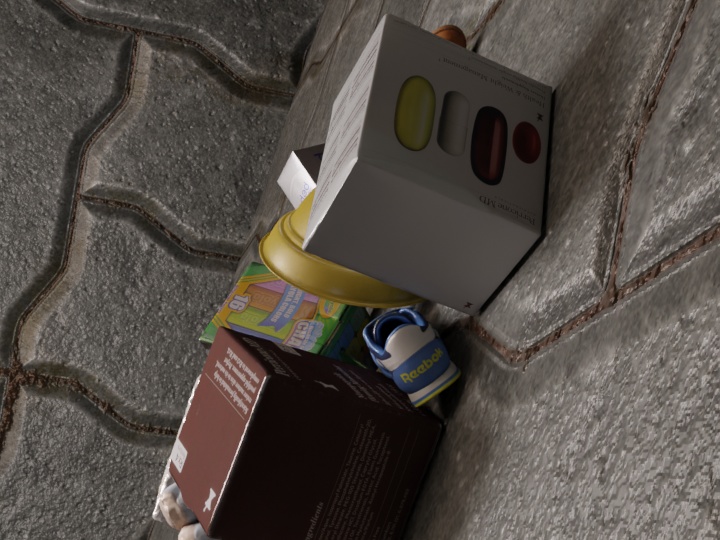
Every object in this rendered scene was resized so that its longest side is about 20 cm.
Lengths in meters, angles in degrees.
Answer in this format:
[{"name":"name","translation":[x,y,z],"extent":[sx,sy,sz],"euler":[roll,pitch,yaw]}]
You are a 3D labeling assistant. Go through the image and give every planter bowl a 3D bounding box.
[{"name":"planter bowl","translation":[-0.003,-0.044,1.307],"extent":[0.201,0.198,0.084],"euler":[-94,14,-63]}]

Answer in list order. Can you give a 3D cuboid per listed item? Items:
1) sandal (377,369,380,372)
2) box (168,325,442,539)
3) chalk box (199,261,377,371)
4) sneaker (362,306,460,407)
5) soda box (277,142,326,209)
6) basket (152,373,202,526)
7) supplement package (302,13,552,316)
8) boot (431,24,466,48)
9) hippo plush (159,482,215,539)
[{"name":"sandal","translation":[-0.023,0.124,1.554],"extent":[0.212,0.069,0.078],"euler":[128,159,-56]},{"name":"box","translation":[-0.058,0.177,1.234],"extent":[0.166,0.198,0.166],"euler":[33,103,63]},{"name":"chalk box","translation":[-0.057,0.092,1.413],"extent":[0.124,0.198,0.125],"euler":[-57,-33,-28]},{"name":"sneaker","translation":[0.043,0.070,1.268],"extent":[0.074,0.082,0.200],"euler":[-39,15,-5]},{"name":"soda box","translation":[-0.023,-0.067,1.599],"extent":[0.201,0.068,0.064],"euler":[57,140,20]},{"name":"basket","translation":[-0.157,0.255,1.649],"extent":[0.161,0.196,0.202],"euler":[164,125,-78]},{"name":"supplement package","translation":[0.068,-0.102,1.209],"extent":[0.147,0.189,0.201],"euler":[125,161,-49]},{"name":"boot","translation":[0.093,-0.211,1.586],"extent":[0.201,0.076,0.155],"euler":[-55,22,8]},{"name":"hippo plush","translation":[-0.115,0.258,1.400],"extent":[0.161,0.198,0.161],"euler":[-49,27,49]}]
